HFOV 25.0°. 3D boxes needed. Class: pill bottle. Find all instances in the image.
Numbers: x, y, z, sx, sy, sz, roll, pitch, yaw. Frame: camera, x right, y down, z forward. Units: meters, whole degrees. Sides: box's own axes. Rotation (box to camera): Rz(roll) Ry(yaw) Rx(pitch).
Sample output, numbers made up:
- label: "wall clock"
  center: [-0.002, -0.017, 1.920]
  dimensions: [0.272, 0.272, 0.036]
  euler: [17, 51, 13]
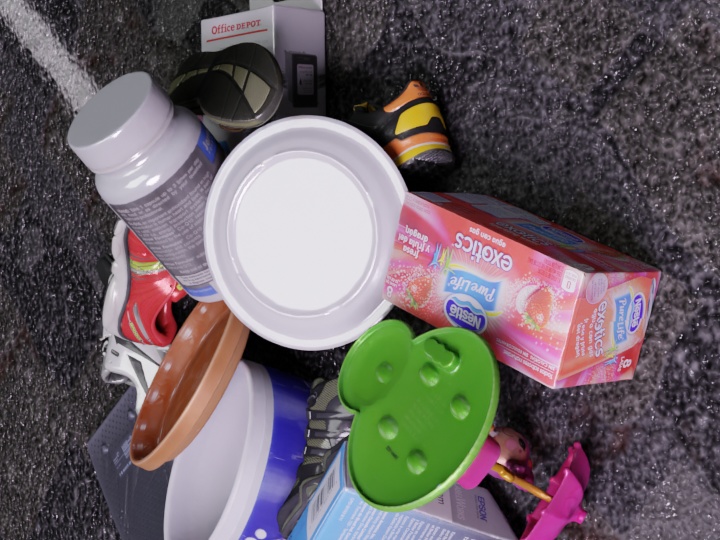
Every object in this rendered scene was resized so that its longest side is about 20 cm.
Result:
- label: "pill bottle"
  center: [-0.168, -0.076, 1.467]
  dimensions: [0.113, 0.200, 0.114]
  euler: [-25, 36, 20]

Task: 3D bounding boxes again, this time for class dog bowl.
- label: "dog bowl"
  center: [-0.109, 0.187, 1.502]
  dimensions: [0.200, 0.078, 0.201]
  euler: [-50, 29, 42]

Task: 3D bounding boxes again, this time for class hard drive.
- label: "hard drive"
  center: [-0.214, 0.230, 1.702]
  dimensions: [0.135, 0.042, 0.201]
  euler: [-50, 56, 36]

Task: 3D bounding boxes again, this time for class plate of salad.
- label: "plate of salad"
  center: [-0.043, -0.032, 1.397]
  dimensions: [0.199, 0.048, 0.202]
  euler: [2, 95, 21]

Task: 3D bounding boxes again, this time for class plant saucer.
- label: "plant saucer"
  center: [-0.156, 0.098, 1.533]
  dimensions: [0.201, 0.032, 0.201]
  euler: [-54, 18, 25]

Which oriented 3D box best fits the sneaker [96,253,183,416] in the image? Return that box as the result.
- label: "sneaker"
  center: [-0.244, 0.069, 1.687]
  dimensions: [0.088, 0.074, 0.200]
  euler: [-36, 57, 2]

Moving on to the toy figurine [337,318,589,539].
- label: "toy figurine"
  center: [0.094, 0.141, 1.271]
  dimensions: [0.150, 0.184, 0.200]
  euler: [-52, 34, 4]

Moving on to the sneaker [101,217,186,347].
- label: "sneaker"
  center: [-0.195, -0.012, 1.589]
  dimensions: [0.084, 0.077, 0.201]
  euler: [20, 124, 10]

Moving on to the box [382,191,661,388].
- label: "box"
  center: [0.124, 0.011, 1.286]
  dimensions: [0.199, 0.102, 0.095]
  euler: [27, 111, 42]

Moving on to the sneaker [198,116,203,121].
- label: "sneaker"
  center: [-0.158, -0.065, 1.605]
  dimensions: [0.070, 0.082, 0.202]
  euler: [-7, 86, 47]

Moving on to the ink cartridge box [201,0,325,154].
- label: "ink cartridge box"
  center: [-0.093, -0.184, 1.544]
  dimensions: [0.115, 0.066, 0.202]
  euler: [-2, 90, 48]

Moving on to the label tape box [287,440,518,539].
- label: "label tape box"
  center: [0.046, 0.240, 1.345]
  dimensions: [0.066, 0.199, 0.144]
  euler: [-95, 29, -56]

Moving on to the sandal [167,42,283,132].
- label: "sandal"
  center: [-0.116, -0.163, 1.481]
  dimensions: [0.080, 0.057, 0.201]
  euler: [-57, 28, -7]

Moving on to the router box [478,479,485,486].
- label: "router box"
  center: [0.011, 0.201, 1.448]
  dimensions: [0.149, 0.051, 0.201]
  euler: [55, 127, 34]

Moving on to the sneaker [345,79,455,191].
- label: "sneaker"
  center: [0.000, -0.099, 1.449]
  dimensions: [0.199, 0.070, 0.091]
  euler: [-26, 66, 40]

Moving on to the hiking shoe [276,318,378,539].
- label: "hiking shoe"
  center: [-0.013, 0.143, 1.394]
  dimensions: [0.200, 0.075, 0.101]
  euler: [-54, 42, 16]
